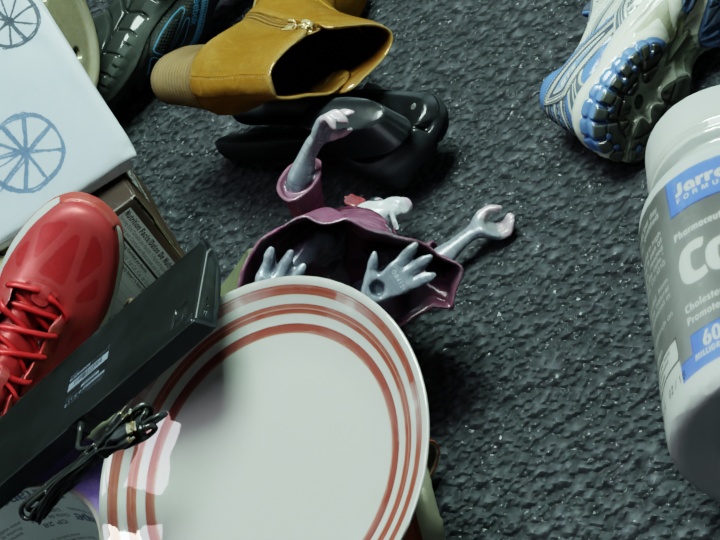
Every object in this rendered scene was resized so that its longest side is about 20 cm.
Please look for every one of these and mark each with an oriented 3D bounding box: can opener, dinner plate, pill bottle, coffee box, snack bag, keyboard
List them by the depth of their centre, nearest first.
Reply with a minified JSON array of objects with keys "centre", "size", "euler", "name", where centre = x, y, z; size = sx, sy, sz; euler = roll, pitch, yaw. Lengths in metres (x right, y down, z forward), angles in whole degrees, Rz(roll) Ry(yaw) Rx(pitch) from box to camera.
[{"centre":[0.198,0.007,1.071],"size":[0.113,0.114,0.201],"euler":[-20,43,18],"name":"pill bottle"},{"centre":[-0.048,0.100,1.090],"size":[0.199,0.024,0.202],"euler":[-14,63,29],"name":"dinner plate"},{"centre":[-0.142,0.075,1.143],"size":[0.200,0.021,0.128],"euler":[-40,27,30],"name":"keyboard"},{"centre":[-0.266,-0.104,1.355],"size":[0.188,0.201,0.021],"euler":[-32,-4,6],"name":"snack bag"},{"centre":[-0.022,-0.094,1.367],"size":[0.199,0.079,0.064],"euler":[8,60,52],"name":"can opener"},{"centre":[-0.221,0.006,1.397],"size":[0.199,0.080,0.113],"euler":[-37,40,0],"name":"coffee box"}]

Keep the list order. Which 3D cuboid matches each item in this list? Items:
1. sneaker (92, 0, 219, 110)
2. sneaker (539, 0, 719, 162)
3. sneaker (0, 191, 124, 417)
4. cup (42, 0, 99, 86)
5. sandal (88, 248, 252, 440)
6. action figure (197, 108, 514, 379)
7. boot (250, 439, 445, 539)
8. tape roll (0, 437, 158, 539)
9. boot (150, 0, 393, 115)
[{"centre":[-0.152,-0.160,1.521],"size":[0.200,0.082,0.073],"euler":[-50,48,13],"name":"sneaker"},{"centre":[0.176,-0.158,1.277],"size":[0.200,0.077,0.085],"euler":[-48,37,-14],"name":"sneaker"},{"centre":[-0.204,0.054,1.281],"size":[0.116,0.078,0.201],"euler":[-90,25,-74],"name":"sneaker"},{"centre":[-0.261,-0.142,1.444],"size":[0.142,0.201,0.201],"euler":[-11,46,27],"name":"cup"},{"centre":[-0.133,0.052,1.277],"size":[0.200,0.057,0.080],"euler":[-36,23,22],"name":"sandal"},{"centre":[0.000,0.000,1.229],"size":[0.150,0.133,0.200],"euler":[-58,4,8],"name":"action figure"},{"centre":[-0.013,0.099,1.181],"size":[0.106,0.075,0.201],"euler":[-15,37,-3],"name":"boot"},{"centre":[-0.177,0.196,1.182],"size":[0.199,0.085,0.201],"euler":[-20,43,20],"name":"tape roll"},{"centre":[-0.024,-0.149,1.372],"size":[0.143,0.071,0.201],"euler":[5,30,47],"name":"boot"}]
